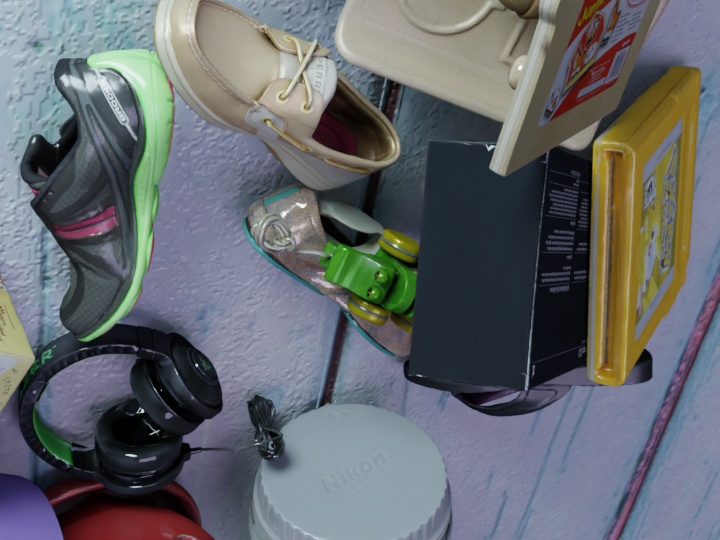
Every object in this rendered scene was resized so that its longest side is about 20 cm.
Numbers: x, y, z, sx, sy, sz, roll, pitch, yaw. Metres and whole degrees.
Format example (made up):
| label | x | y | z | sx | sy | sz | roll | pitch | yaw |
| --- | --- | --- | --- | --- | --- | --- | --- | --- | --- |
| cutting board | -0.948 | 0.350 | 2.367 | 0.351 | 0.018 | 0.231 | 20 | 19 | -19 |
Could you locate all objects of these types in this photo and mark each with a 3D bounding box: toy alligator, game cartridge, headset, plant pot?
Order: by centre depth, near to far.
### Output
| label | x | y | z | sx | sy | sz | roll | pitch | yaw |
| --- | --- | --- | --- | --- | --- | --- | --- | --- | --- |
| toy alligator | 0.017 | 0.007 | 0.873 | 0.199 | 0.054 | 0.060 | 18 | 104 | -40 |
| headset | -0.144 | 0.095 | 0.937 | 0.199 | 0.094 | 0.124 | 21 | 119 | -26 |
| game cartridge | 0.208 | -0.038 | 0.946 | 0.200 | 0.032 | 0.177 | -39 | 132 | -53 |
| plant pot | -0.173 | 0.263 | 0.964 | 0.200 | 0.183 | 0.201 | -17 | 134 | -19 |

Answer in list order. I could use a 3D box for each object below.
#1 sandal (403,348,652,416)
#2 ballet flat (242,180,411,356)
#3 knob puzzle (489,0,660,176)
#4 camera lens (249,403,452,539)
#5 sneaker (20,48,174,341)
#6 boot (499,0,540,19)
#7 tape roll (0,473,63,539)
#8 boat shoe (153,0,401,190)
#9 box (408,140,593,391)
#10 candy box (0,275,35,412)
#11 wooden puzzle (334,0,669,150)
| label | x | y | z | sx | sy | sz | roll | pitch | yaw |
| --- | --- | --- | --- | --- | --- | --- | --- | --- | --- |
| sandal | 0.134 | 0.090 | 1.049 | 0.199 | 0.075 | 0.048 | -1 | 107 | -1 |
| ballet flat | 0.000 | 0.000 | 0.927 | 0.067 | 0.068 | 0.200 | -37 | 139 | 13 |
| knob puzzle | 0.130 | -0.163 | 0.697 | 0.220 | 0.030 | 0.220 | -50 | 157 | -29 |
| camera lens | -0.010 | 0.228 | 1.055 | 0.159 | 0.160 | 0.201 | -15 | 134 | -21 |
| sneaker | -0.163 | -0.047 | 0.793 | 0.083 | 0.077 | 0.201 | 6 | 123 | -14 |
| boot | 0.008 | -0.218 | 0.695 | 0.199 | 0.066 | 0.176 | -4 | 106 | -10 |
| tape roll | -0.276 | 0.229 | 0.856 | 0.085 | 0.200 | 0.200 | 16 | 117 | -40 |
| boat shoe | -0.042 | -0.111 | 0.788 | 0.069 | 0.074 | 0.200 | -6 | 159 | 31 |
| box | 0.099 | -0.005 | 0.838 | 0.200 | 0.078 | 0.142 | -1 | 94 | -70 |
| candy box | -0.279 | 0.085 | 0.789 | 0.055 | 0.116 | 0.200 | 21 | 114 | -42 |
| wooden puzzle | 0.101 | -0.192 | 0.786 | 0.184 | 0.046 | 0.201 | 18 | 112 | -20 |
